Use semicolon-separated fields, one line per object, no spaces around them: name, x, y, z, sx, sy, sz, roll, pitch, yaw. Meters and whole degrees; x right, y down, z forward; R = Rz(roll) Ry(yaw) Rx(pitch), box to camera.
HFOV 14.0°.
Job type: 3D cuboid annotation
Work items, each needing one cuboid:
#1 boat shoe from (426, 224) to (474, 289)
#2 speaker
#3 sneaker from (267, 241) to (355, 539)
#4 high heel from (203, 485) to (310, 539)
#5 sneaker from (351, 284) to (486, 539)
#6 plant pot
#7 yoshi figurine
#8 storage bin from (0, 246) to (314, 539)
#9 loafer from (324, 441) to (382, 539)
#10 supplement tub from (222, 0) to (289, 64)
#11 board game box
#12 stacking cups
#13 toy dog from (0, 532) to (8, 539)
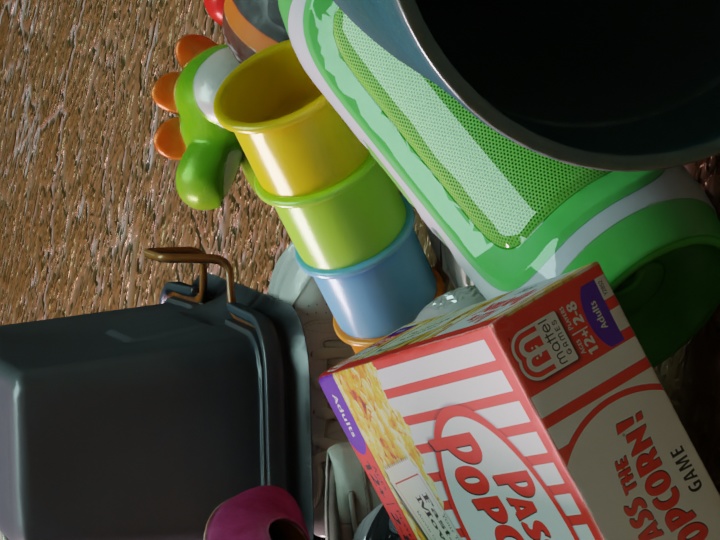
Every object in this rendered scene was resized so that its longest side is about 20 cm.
boat shoe;0.070;-0.066;1.163;0.066;0.071;0.201;-112;33;-53
speaker;0.051;-0.052;1.075;0.200;0.088;0.089;52;138;31
sneaker;-0.003;0.066;1.373;0.100;0.074;0.201;-122;34;-54
high heel;-0.016;0.131;1.190;0.200;0.095;0.068;-70;-44;-71
sneaker;0.043;0.108;1.173;0.114;0.075;0.201;-102;19;-48
plant pot;0.051;-0.151;0.967;0.188;0.199;0.202;28;110;59
yoshi figurine;-0.027;-0.116;1.526;0.112;0.112;0.201;24;92;32
storage bin;-0.114;0.065;1.377;0.200;0.133;0.147;-162;70;-70
loafer;-0.006;0.167;1.309;0.070;0.069;0.201;-131;51;-69
supplement tub;-0.004;-0.151;1.391;0.107;0.106;0.201;-106;28;-54
board game box;0.065;0.084;1.020;0.152;0.046;0.200;62;161;-1
stacking cups;0.000;0.000;1.213;0.061;0.060;0.201;-107;-5;-55
toy dog;-0.109;0.208;1.466;0.097;0.199;0.132;92;-160;-54
